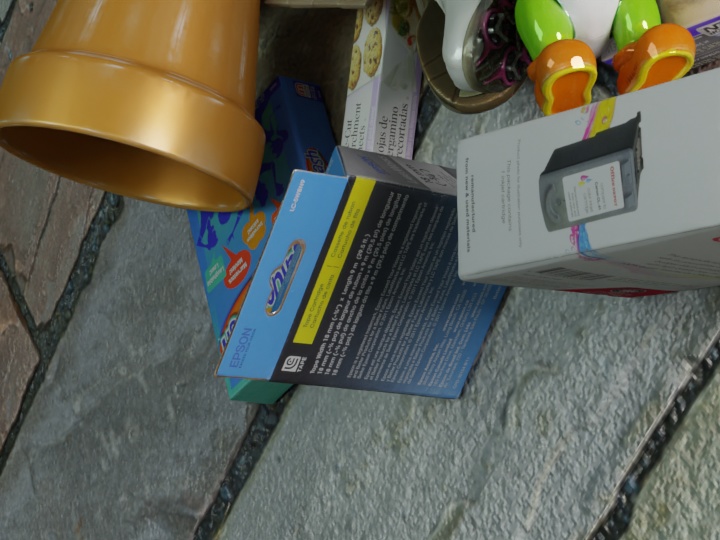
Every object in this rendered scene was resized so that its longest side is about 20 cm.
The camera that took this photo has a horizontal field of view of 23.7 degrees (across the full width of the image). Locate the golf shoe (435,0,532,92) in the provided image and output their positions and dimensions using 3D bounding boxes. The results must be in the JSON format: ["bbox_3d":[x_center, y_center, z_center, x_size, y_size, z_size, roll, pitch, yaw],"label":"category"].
[{"bbox_3d":[0.073,-0.179,1.078,0.091,0.073,0.201,-7,43,24],"label":"golf shoe"}]

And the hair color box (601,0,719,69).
[{"bbox_3d":[0.192,-0.225,0.999,0.109,0.064,0.202,-17,71,51],"label":"hair color box"}]

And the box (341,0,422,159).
[{"bbox_3d":[0.019,-0.151,1.233,0.041,0.038,0.202,5,87,54],"label":"box"}]

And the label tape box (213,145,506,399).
[{"bbox_3d":[0.000,0.000,1.095,0.063,0.199,0.145,43,117,48],"label":"label tape box"}]

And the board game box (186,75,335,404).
[{"bbox_3d":[-0.066,-0.022,1.315,0.152,0.045,0.202,-43,51,39],"label":"board game box"}]

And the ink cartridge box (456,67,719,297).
[{"bbox_3d":[0.168,-0.040,0.926,0.199,0.147,0.087,-13,74,50],"label":"ink cartridge box"}]

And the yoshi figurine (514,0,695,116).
[{"bbox_3d":[0.121,-0.194,0.959,0.111,0.112,0.202,-30,57,31],"label":"yoshi figurine"}]

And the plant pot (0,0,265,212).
[{"bbox_3d":[-0.155,-0.161,1.274,0.199,0.199,0.185,1,74,53],"label":"plant pot"}]

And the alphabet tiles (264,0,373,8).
[{"bbox_3d":[0.007,-0.258,1.237,0.199,0.006,0.167,13,68,54],"label":"alphabet tiles"}]

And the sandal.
[{"bbox_3d":[0.071,-0.166,1.148,0.201,0.080,0.054,-104,-3,-48],"label":"sandal"}]
